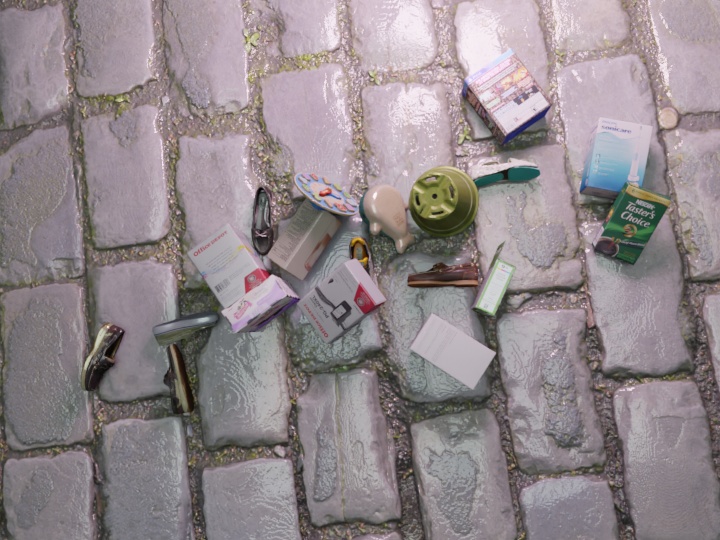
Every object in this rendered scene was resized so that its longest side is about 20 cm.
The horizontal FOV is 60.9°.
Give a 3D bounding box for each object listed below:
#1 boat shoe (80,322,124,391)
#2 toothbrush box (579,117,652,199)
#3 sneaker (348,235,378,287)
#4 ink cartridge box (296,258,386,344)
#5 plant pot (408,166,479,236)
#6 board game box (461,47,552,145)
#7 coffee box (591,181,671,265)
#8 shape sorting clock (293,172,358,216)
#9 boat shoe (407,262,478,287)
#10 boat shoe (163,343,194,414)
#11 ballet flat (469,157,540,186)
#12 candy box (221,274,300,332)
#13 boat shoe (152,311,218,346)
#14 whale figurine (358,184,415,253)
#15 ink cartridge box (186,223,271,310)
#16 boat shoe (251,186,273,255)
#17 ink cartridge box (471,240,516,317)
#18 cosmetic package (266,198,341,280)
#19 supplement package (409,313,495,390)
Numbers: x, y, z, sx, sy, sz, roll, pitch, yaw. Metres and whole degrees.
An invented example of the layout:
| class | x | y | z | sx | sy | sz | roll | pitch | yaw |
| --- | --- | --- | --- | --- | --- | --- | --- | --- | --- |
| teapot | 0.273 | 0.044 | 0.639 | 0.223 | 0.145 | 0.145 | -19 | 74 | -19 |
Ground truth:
| class | x | y | z | sx | sy | sz | roll | pitch | yaw |
| --- | --- | --- | --- | --- | --- | --- | --- | --- | --- |
| boat shoe | -0.735 | 0.252 | 1.746 | 0.065 | 0.073 | 0.200 | 17 | 86 | 9 |
| toothbrush box | 0.704 | -0.305 | 1.690 | 0.146 | 0.085 | 0.201 | 11 | 86 | 6 |
| sneaker | 0.000 | 0.000 | 1.716 | 0.078 | 0.082 | 0.201 | -13 | 84 | 3 |
| ink cartridge box | -0.054 | 0.087 | 1.674 | 0.200 | 0.083 | 0.145 | -41 | 82 | 24 |
| plant pot | 0.210 | -0.191 | 1.646 | 0.200 | 0.190 | 0.201 | 1 | 93 | 16 |
| board game box | 0.409 | -0.486 | 1.724 | 0.159 | 0.097 | 0.200 | -34 | 83 | 1 |
| coffee box | 0.726 | -0.126 | 1.647 | 0.123 | 0.044 | 0.200 | 23 | 116 | 3 |
| shape sorting clock | -0.092 | -0.214 | 1.693 | 0.200 | 0.200 | 0.039 | 39 | 117 | 7 |
| boat shoe | 0.229 | 0.012 | 1.707 | 0.199 | 0.070 | 0.071 | -1 | 80 | -3 |
| boat shoe | -0.526 | 0.309 | 1.732 | 0.065 | 0.073 | 0.200 | -15 | 84 | -2 |
| ballet flat | 0.404 | -0.286 | 1.724 | 0.199 | 0.072 | 0.072 | -7 | 84 | 3 |
| candy box | -0.266 | 0.095 | 1.668 | 0.168 | 0.200 | 0.072 | -35 | 83 | 1 |
| boat shoe | -0.496 | 0.166 | 1.754 | 0.200 | 0.072 | 0.062 | -14 | 101 | 11 |
| whale figurine | 0.073 | -0.143 | 1.725 | 0.159 | 0.104 | 0.200 | -42 | 106 | -32 |
| ink cartridge box | -0.355 | -0.004 | 1.712 | 0.145 | 0.145 | 0.200 | -35 | 83 | 1 |
| boat shoe | -0.286 | -0.145 | 1.764 | 0.067 | 0.057 | 0.201 | 0 | 84 | 4 |
| ink cartridge box | 0.373 | 0.026 | 1.675 | 0.059 | 0.104 | 0.200 | 24 | 86 | 6 |
| cosmetic package | -0.157 | -0.087 | 1.716 | 0.103 | 0.087 | 0.200 | 34 | 88 | 44 |
| supplement package | 0.246 | 0.218 | 1.659 | 0.200 | 0.117 | 0.117 | 33 | 87 | 7 |
